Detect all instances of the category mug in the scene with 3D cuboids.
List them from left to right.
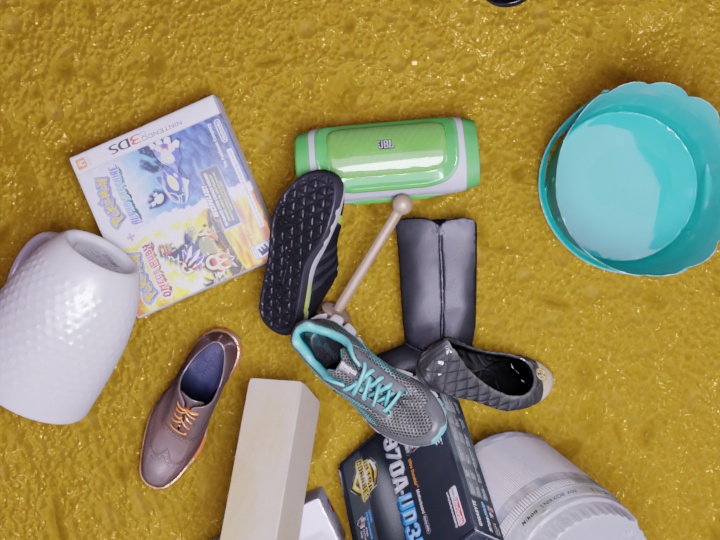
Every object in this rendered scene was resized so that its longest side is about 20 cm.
[{"bbox_3d":[-0.334,0.038,1.186,0.200,0.147,0.176,45,108,41],"label":"mug"}]

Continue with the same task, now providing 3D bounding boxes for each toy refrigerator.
[{"bbox_3d":[-0.101,0.225,1.178,0.070,0.076,0.201,2,67,16],"label":"toy refrigerator"}]

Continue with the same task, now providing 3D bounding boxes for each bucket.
[{"bbox_3d":[0.295,-0.094,1.170,0.206,0.135,0.208,0,91,1],"label":"bucket"}]

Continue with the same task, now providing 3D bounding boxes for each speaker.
[{"bbox_3d":[0.029,-0.122,1.203,0.199,0.088,0.089,-5,91,1],"label":"speaker"}]

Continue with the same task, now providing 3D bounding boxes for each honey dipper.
[{"bbox_3d":[0.000,0.000,1.207,0.038,0.038,0.200,30,105,1],"label":"honey dipper"}]

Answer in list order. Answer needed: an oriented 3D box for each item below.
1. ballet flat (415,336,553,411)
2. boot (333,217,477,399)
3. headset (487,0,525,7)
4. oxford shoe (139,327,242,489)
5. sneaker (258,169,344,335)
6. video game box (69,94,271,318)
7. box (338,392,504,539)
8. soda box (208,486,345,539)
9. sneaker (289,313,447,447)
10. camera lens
[{"bbox_3d":[0.145,0.112,1.172,0.057,0.200,0.067,-43,52,36],"label":"ballet flat"},{"bbox_3d":[0.051,0.040,1.214,0.164,0.066,0.201,0,95,-7],"label":"boot"},{"bbox_3d":[0.177,-0.350,1.185,0.199,0.124,0.094,12,72,-13],"label":"headset"},{"bbox_3d":[-0.200,0.157,1.221,0.071,0.073,0.200,24,92,0],"label":"oxford shoe"},{"bbox_3d":[-0.058,-0.022,1.198,0.072,0.083,0.200,30,113,22],"label":"sneaker"},{"bbox_3d":[-0.207,-0.072,1.230,0.182,0.047,0.200,-24,91,5],"label":"video game box"},{"bbox_3d":[0.058,0.244,1.141,0.046,0.200,0.159,32,117,-32],"label":"box"},{"bbox_3d":[-0.120,0.322,1.228,0.200,0.064,0.068,-26,91,3],"label":"soda box"},{"bbox_3d":[0.000,0.116,1.136,0.200,0.091,0.078,35,94,21],"label":"sneaker"},{"bbox_3d":[0.185,0.274,1.138,0.159,0.200,0.161,-7,109,-21],"label":"camera lens"}]
